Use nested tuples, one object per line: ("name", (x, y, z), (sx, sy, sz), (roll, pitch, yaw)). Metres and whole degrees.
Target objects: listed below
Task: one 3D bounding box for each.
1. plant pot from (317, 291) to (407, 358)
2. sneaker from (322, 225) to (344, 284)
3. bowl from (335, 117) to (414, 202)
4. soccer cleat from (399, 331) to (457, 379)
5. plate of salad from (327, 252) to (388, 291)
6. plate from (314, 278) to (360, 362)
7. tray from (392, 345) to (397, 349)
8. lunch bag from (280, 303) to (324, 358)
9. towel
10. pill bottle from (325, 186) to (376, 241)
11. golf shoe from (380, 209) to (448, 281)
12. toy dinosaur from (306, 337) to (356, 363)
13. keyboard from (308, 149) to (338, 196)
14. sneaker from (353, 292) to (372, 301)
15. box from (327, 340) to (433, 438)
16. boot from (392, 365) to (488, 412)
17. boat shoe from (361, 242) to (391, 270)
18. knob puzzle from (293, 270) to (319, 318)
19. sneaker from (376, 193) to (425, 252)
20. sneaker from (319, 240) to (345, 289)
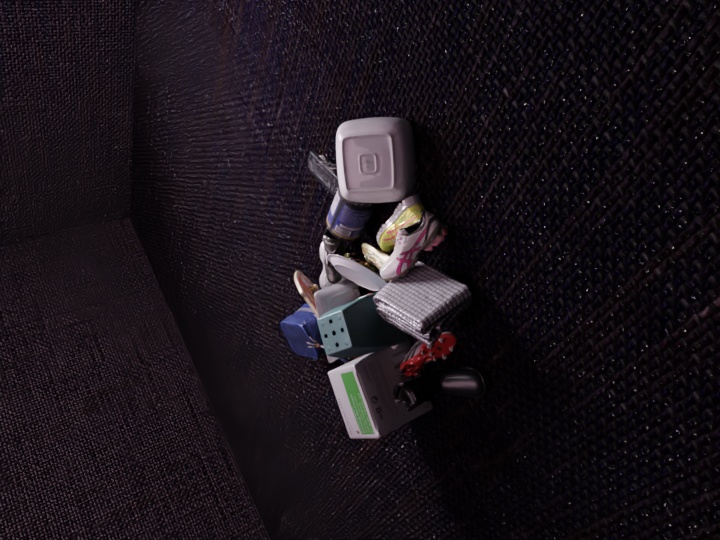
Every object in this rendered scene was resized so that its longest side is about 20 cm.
("plant pot", (-0.006, 0.141, 1.515), (0.140, 0.198, 0.145), (-22, 81, 37))
("sneaker", (-0.079, -0.065, 1.726), (0.065, 0.090, 0.206), (5, 89, 15))
("bowl", (0.029, -0.259, 1.446), (0.195, 0.075, 0.205), (1, 105, 17))
("soccer cleat", (0.171, 0.200, 1.534), (0.068, 0.086, 0.200), (33, 129, -13))
("plate of salad", (0.000, 0.000, 1.641), (0.197, 0.049, 0.200), (28, 167, 7))
("plate", (-0.043, 0.136, 1.727), (0.032, 0.198, 0.205), (-6, 99, 37))
("tray", (0.099, 0.098, 1.568), (0.107, 0.022, 0.202), (45, 119, 25))
("lunch bag", (-0.161, 0.191, 1.986), (0.198, 0.131, 0.138), (2, 122, 56))
("towel", (0.148, 0.074, 1.416), (0.199, 0.164, 0.087), (28, 145, 47))
("pill bottle", (-0.016, -0.180, 1.609), (0.113, 0.110, 0.201), (57, 144, 24))
("golf shoe", (0.109, -0.060, 1.421), (0.200, 0.092, 0.073), (-44, 21, 20))
("toy dinosaur", (-0.058, 0.205, 1.849), (0.195, 0.106, 0.185), (0, 126, 23))
("keyboard", (-0.108, -0.285, 1.773), (0.200, 0.039, 0.106), (46, 139, 36))
("sneaker", (0.043, 0.111, 1.665), (0.198, 0.092, 0.072), (11, 114, 55))
("box", (0.052, 0.324, 1.648), (0.171, 0.197, 0.203), (-27, 82, 59))
("boot", (0.187, 0.288, 1.451), (0.198, 0.165, 0.078), (-5, 100, 57))
("boat shoe", (0.057, -0.018, 1.584), (0.200, 0.072, 0.064), (33, 102, 50))
("knob puzzle", (-0.128, 0.073, 1.784), (0.030, 0.219, 0.221), (-39, 62, 8))
("sneaker", (0.106, -0.094, 1.494), (0.091, 0.077, 0.201), (55, 146, 16))
("sneaker", (-0.071, 0.007, 1.815), (0.098, 0.077, 0.205), (15, 117, 50))
